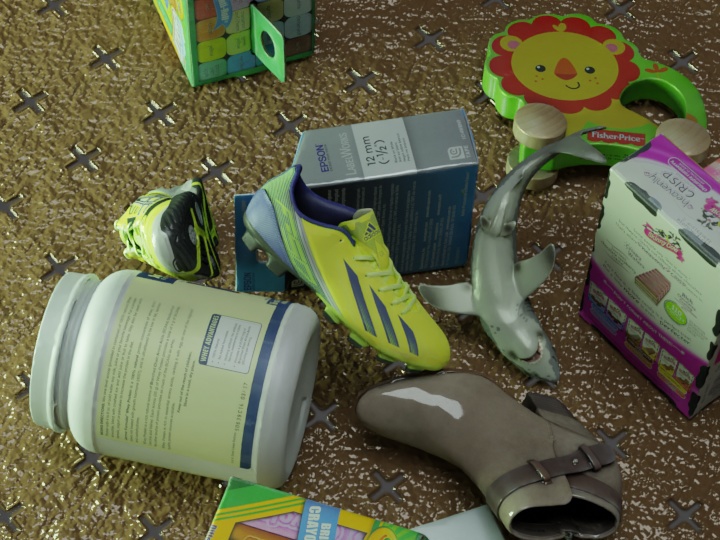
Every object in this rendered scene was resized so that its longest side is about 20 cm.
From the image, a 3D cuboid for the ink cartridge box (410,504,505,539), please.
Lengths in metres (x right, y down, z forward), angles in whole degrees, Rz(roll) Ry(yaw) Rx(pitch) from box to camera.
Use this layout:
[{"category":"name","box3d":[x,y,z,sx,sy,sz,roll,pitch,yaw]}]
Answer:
[{"category":"ink cartridge box","box3d":[0.052,0.287,1.427,0.173,0.044,0.200,-16,57,-14]}]

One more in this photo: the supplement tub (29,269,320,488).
[{"category":"supplement tub","box3d":[-0.141,0.080,1.501,0.199,0.145,0.145,12,55,6]}]

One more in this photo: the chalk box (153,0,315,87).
[{"category":"chalk box","box3d":[-0.116,-0.255,1.749,0.123,0.125,0.200,-17,56,-13]}]

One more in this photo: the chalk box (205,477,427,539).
[{"category":"chalk box","box3d":[-0.010,0.245,1.364,0.199,0.125,0.124,14,66,21]}]

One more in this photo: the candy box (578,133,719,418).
[{"category":"candy box","box3d":[0.249,0.007,1.534,0.061,0.200,0.136,-34,63,-22]}]

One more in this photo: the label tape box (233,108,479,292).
[{"category":"label tape box","box3d":[-0.009,-0.054,1.601,0.199,0.144,0.066,-7,56,-7]}]

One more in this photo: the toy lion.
[{"category":"toy lion","box3d":[0.208,-0.155,1.737,0.199,0.069,0.192,7,48,2]}]

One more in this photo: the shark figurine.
[{"category":"shark figurine","box3d":[0.128,-0.026,1.612,0.128,0.089,0.215,13,92,12]}]

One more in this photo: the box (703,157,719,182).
[{"category":"box","box3d":[0.351,0.000,1.606,0.102,0.095,0.200,-31,62,-22]}]

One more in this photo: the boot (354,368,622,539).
[{"category":"boot","box3d":[0.103,0.146,1.489,0.199,0.070,0.146,2,33,-12]}]

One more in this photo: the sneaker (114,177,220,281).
[{"category":"sneaker","box3d":[-0.158,-0.025,1.576,0.076,0.200,0.076,-16,97,1]}]

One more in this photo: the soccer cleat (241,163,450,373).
[{"category":"soccer cleat","box3d":[0.000,0.000,1.499,0.200,0.084,0.065,40,15,-6]}]
